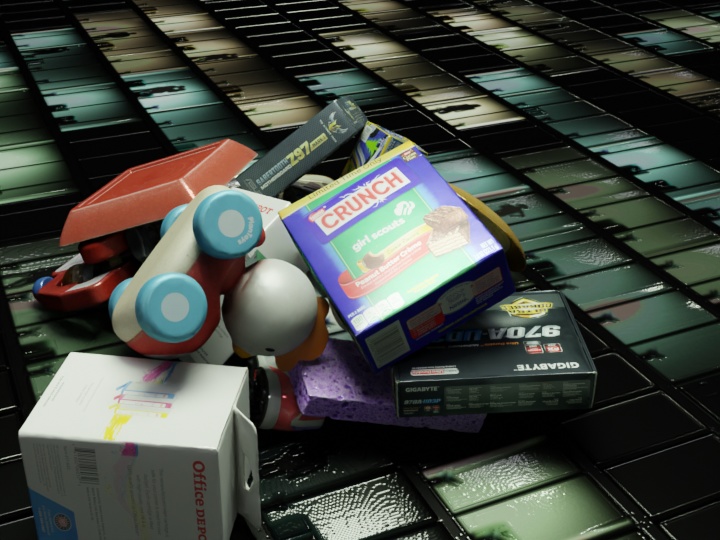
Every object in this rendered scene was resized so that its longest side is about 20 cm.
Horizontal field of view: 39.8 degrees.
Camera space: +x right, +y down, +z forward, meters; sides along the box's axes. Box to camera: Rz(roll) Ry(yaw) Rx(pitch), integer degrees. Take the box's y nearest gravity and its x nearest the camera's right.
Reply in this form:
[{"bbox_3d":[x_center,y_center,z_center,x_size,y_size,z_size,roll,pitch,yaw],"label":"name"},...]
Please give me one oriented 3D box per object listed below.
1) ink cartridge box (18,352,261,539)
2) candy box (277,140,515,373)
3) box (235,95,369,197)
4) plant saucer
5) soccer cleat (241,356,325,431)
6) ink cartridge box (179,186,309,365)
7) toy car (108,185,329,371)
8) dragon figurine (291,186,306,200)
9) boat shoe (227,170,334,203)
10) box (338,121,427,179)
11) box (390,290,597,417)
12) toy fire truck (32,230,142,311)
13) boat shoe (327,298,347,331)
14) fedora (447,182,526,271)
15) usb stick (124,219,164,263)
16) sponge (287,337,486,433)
[{"bbox_3d":[-0.183,0.168,0.902,0.198,0.130,0.126,5,29,4],"label":"ink cartridge box"},{"bbox_3d":[0.034,-0.021,1.018,0.168,0.077,0.200,-30,47,-6],"label":"candy box"},{"bbox_3d":[-0.069,-0.156,1.272,0.157,0.051,0.200,-36,7,11],"label":"box"},{"bbox_3d":[-0.247,-0.102,1.207,0.198,0.037,0.200,-13,20,20],"label":"plant saucer"},{"bbox_3d":[-0.086,0.108,1.090,0.073,0.069,0.200,14,24,-17],"label":"soccer cleat"},{"bbox_3d":[-0.158,0.006,1.129,0.200,0.085,0.146,-49,35,-18],"label":"ink cartridge box"},{"bbox_3d":[-0.118,0.038,0.967,0.178,0.200,0.184,-57,18,-14],"label":"toy car"},{"bbox_3d":[-0.072,-0.072,1.323,0.059,0.200,0.100,26,77,36],"label":"dragon figurine"},{"bbox_3d":[-0.123,-0.103,1.450,0.198,0.073,0.065,0,24,-14],"label":"boat shoe"},{"bbox_3d":[0.003,-0.083,1.276,0.070,0.201,0.064,18,15,-37],"label":"box"},{"bbox_3d":[0.127,0.083,1.028,0.198,0.046,0.159,-2,29,-1],"label":"box"},{"bbox_3d":[-0.319,-0.001,1.245,0.167,0.113,0.200,-13,21,26],"label":"toy fire truck"},{"bbox_3d":[0.003,-0.001,1.112,0.073,0.063,0.202,-23,43,15],"label":"boat shoe"},{"bbox_3d":[0.120,-0.036,1.280,0.200,0.201,0.082,29,76,40],"label":"fedora"},{"bbox_3d":[-0.208,-0.039,1.229,0.032,0.056,0.199,-30,-11,30],"label":"usb stick"},{"bbox_3d":[0.023,0.118,1.042,0.198,0.030,0.112,10,27,-20],"label":"sponge"}]
